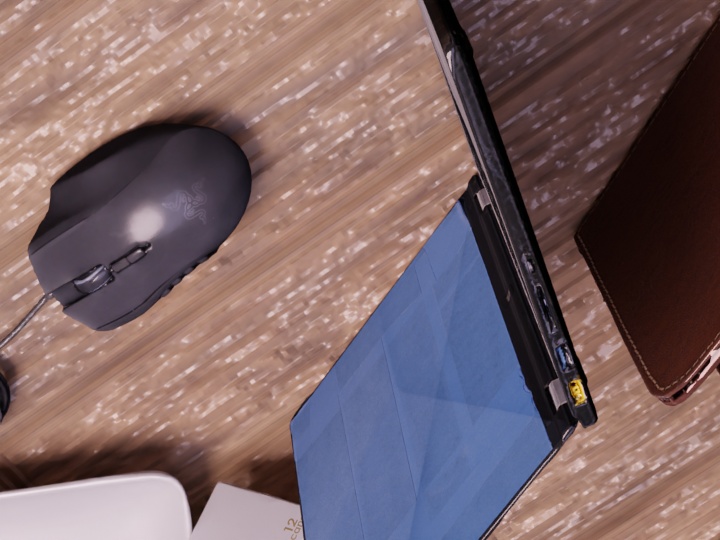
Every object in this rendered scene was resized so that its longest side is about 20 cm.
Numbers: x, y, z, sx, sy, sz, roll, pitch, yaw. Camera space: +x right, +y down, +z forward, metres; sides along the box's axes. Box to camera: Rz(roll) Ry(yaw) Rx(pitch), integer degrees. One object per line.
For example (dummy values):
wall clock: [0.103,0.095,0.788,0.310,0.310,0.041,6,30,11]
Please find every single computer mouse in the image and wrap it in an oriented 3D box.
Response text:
computer mouse: [-0.121,0.017,0.699,0.200,0.034,0.059,-40,114,13]

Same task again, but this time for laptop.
laptop: [0.000,0.000,0.618,0.115,0.188,0.201,-20,116,3]

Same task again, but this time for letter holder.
letter holder: [0.180,-0.042,0.644,0.100,0.142,0.201,26,110,-17]

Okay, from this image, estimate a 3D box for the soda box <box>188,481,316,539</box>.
soda box: [-0.060,0.187,0.707,0.068,0.063,0.201,41,68,-38]

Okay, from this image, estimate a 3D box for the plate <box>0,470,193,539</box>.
plate: [-0.162,0.170,0.769,0.198,0.032,0.201,-5,116,-4]
